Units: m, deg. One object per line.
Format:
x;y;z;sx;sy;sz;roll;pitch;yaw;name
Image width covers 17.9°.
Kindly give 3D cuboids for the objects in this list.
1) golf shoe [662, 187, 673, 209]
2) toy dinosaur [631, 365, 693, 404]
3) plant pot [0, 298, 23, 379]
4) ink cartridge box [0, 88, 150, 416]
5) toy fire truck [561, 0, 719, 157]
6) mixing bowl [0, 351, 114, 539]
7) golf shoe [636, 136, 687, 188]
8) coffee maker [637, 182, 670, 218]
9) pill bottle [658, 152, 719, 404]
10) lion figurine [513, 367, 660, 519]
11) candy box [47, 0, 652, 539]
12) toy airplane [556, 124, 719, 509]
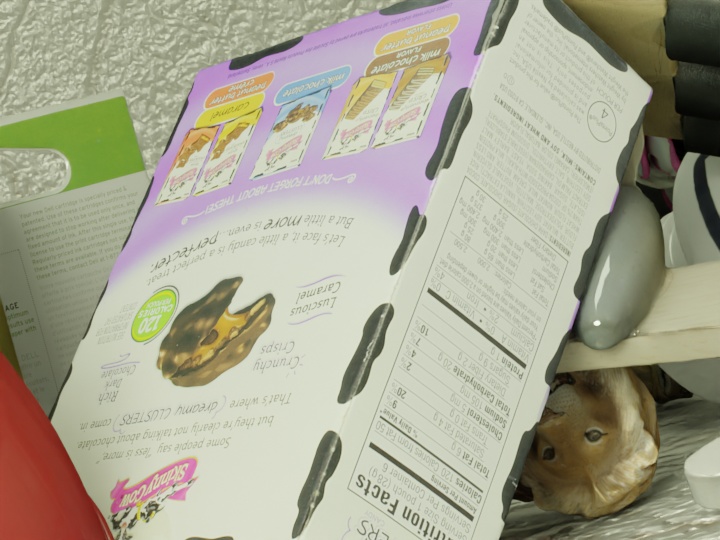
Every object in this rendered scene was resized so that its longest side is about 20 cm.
0.218;-0.084;1.016;0.199;0.076;0.091;-25;-33;18;golf shoe
0.110;0.042;1.061;0.100;0.059;0.200;0;10;1;toy dinosaur
-0.222;0.071;0.922;0.193;0.197;0.200;-16;12;-12;plant pot
-0.160;0.029;1.100;0.147;0.202;0.076;-16;3;-24;ink cartridge box
0.119;-0.154;0.795;0.128;0.202;0.176;9;-10;13;toy fire truck
-0.168;0.057;0.623;0.198;0.109;0.201;-2;33;1;mixing bowl
0.118;-0.066;1.000;0.075;0.092;0.200;-4;-24;-17;golf shoe
0.169;-0.043;1.372;0.198;0.136;0.192;-16;4;-7;coffee maker
0.191;-0.033;0.878;0.111;0.111;0.200;-19;-20;-45;pill bottle
0.016;0.058;0.833;0.200;0.123;0.072;-33;-16;37;lion figurine
-0.014;0.019;0.727;0.167;0.071;0.201;-11;51;50;candy box
0.155;-0.005;0.693;0.199;0.142;0.199;-14;6;-21;toy airplane
